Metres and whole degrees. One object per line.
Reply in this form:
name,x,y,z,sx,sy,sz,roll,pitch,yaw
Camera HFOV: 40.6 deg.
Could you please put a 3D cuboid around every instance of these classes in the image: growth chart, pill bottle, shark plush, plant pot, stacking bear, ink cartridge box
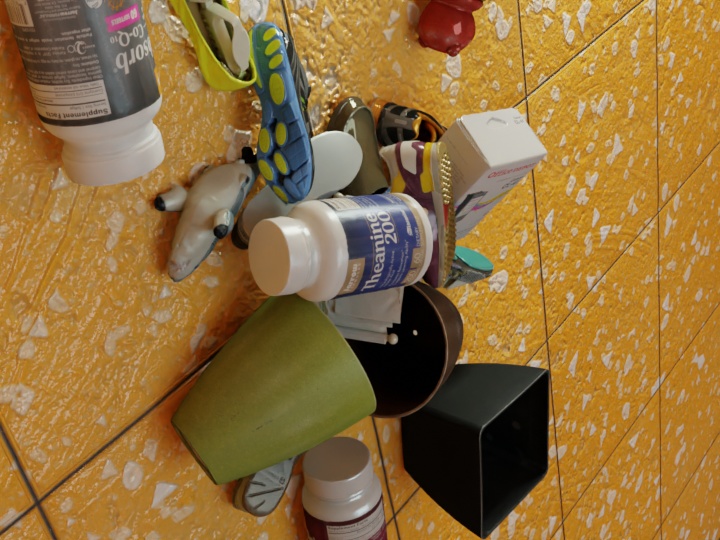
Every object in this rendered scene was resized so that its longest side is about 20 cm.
growth chart,0.000,0.000,1.232,0.018,0.143,0.203,-38,141,-63
pill bottle,-0.242,-0.187,0.872,0.116,0.115,0.203,-36,129,-39
shark plush,-0.161,-0.079,1.093,0.084,0.090,0.201,95,13,-47
plant pot,-0.115,0.150,1.135,0.199,0.187,0.189,-36,131,-19
stacking bear,0.133,-0.390,1.297,0.113,0.120,0.203,-5,114,-53
plant pot,0.067,0.091,1.351,0.199,0.184,0.190,-11,112,-65
pill bottle,-0.022,0.342,1.359,0.114,0.113,0.203,-33,127,-41
ink cartridge box,0.137,-0.119,1.330,0.147,0.086,0.200,-19,159,-45
plant pot,0.172,0.256,1.526,0.199,0.176,0.202,-30,126,-41
pill bottle,-0.022,-0.026,1.100,0.198,0.110,0.113,-9,111,-39

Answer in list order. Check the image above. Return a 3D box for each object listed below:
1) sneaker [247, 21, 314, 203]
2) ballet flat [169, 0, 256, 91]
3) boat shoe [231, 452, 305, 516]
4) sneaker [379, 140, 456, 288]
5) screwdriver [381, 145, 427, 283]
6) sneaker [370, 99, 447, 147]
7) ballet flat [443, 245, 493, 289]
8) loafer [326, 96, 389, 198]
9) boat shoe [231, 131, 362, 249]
sneaker,-0.080,-0.178,1.099,0.082,0.070,0.203,-12,93,-62
ballet flat,-0.155,-0.272,0.994,0.067,0.066,0.202,-47,136,-29
boat shoe,-0.105,0.221,1.261,0.073,0.062,0.201,44,62,-22
sneaker,0.071,-0.071,1.240,0.075,0.089,0.203,-60,149,-57
screwdriver,0.067,-0.074,1.280,0.029,0.028,0.203,-26,112,-22
sneaker,0.087,-0.177,1.337,0.199,0.076,0.080,9,94,-55
ballet flat,0.130,-0.007,1.478,0.199,0.071,0.073,14,92,-53
loafer,0.002,-0.122,1.253,0.076,0.067,0.203,-27,124,-44
boat shoe,-0.079,-0.097,1.164,0.200,0.064,0.071,-41,98,-29
